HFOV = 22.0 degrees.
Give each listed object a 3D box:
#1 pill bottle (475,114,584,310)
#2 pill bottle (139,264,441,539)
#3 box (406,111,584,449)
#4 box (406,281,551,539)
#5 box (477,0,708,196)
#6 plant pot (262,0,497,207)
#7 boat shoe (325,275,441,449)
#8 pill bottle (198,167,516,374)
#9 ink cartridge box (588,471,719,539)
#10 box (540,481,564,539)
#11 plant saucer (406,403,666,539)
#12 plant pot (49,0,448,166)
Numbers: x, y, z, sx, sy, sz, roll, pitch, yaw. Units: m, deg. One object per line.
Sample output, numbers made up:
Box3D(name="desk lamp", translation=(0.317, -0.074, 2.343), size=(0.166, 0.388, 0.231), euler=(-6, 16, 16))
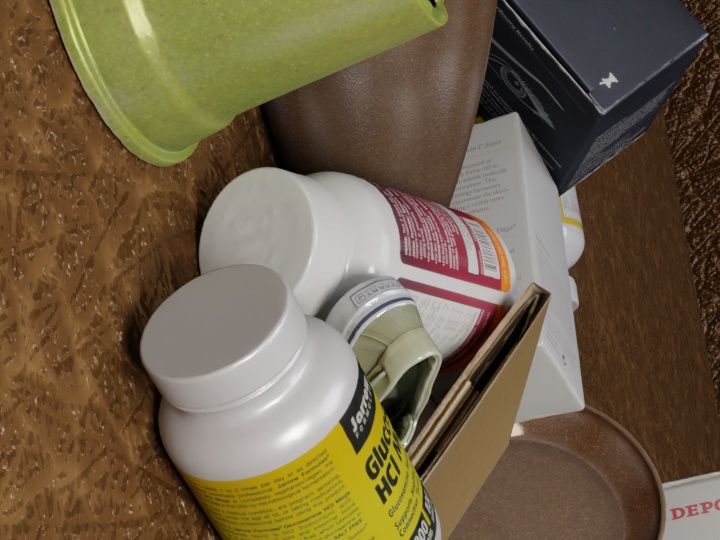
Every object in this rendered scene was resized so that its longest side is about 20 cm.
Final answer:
Box3D(name="pill bottle", translation=(0.145, -0.056, 1.713), size=(0.112, 0.112, 0.200), euler=(37, 43, -65))
Box3D(name="pill bottle", translation=(-0.039, 0.097, 1.000), size=(0.112, 0.112, 0.200), euler=(-84, 154, -48))
Box3D(name="box", translation=(0.068, 0.009, 1.343), size=(0.106, 0.152, 0.200), euler=(53, 29, -52))
Box3D(name="box", translation=(0.064, 0.120, 1.199), size=(0.164, 0.021, 0.200), euler=(-53, 163, -31))
Box3D(name="box", translation=(0.153, -0.163, 1.380), size=(0.148, 0.104, 0.200), euler=(51, -14, 9))
Box3D(name="plant pot", translation=(0.008, -0.127, 1.260), size=(0.187, 0.187, 0.200), euler=(-50, 139, -69))
Box3D(name="boat shoe", translation=(0.001, 0.087, 1.098), size=(0.062, 0.072, 0.200), euler=(57, -26, 30))
Box3D(name="pill bottle", translation=(0.000, 0.000, 1.143), size=(0.200, 0.110, 0.110), euler=(15, 61, -50))
Box3D(name="ink cartridge box", translation=(0.249, 0.259, 1.370), size=(0.088, 0.145, 0.200), euler=(34, 44, -66))
Box3D(name="box", translation=(0.134, 0.285, 1.417), size=(0.148, 0.107, 0.200), euler=(-88, 158, -43))
Box3D(name="plant saucer", translation=(0.119, 0.174, 1.344), size=(0.037, 0.200, 0.200), euler=(92, 1, -47))
Box3D(name="plant pot", translation=(-0.054, -0.176, 1.046), size=(0.200, 0.184, 0.200), euler=(-13, 90, -73))
